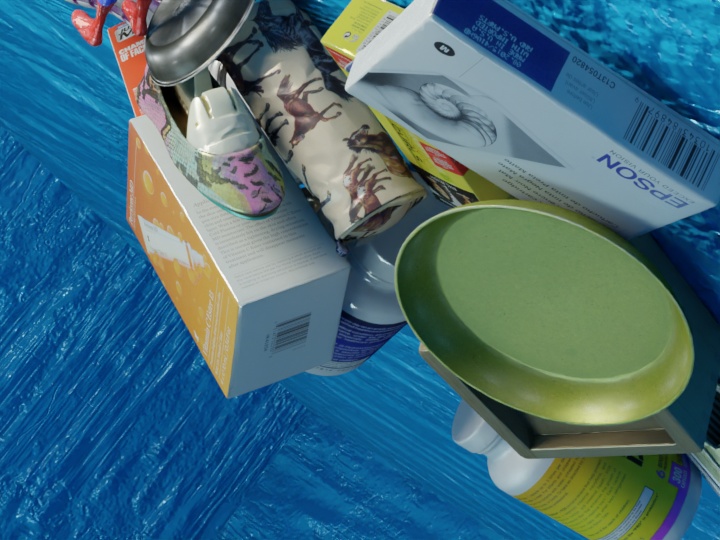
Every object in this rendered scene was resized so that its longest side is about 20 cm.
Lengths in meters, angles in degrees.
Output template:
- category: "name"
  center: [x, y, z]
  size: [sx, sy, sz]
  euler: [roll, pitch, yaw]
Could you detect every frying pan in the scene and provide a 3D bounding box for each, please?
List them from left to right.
- category: "frying pan"
  center: [-0.120, -0.215, 1.211]
  size: [0.031, 0.114, 0.191]
  euler: [38, -144, -35]

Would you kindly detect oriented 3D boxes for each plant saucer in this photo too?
- category: "plant saucer"
  center: [0.118, 0.023, 1.022]
  size: [0.198, 0.031, 0.201]
  euler: [18, 142, 15]

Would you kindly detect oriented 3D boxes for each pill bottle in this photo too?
- category: "pill bottle"
  center: [0.000, 0.000, 1.339]
  size: [0.119, 0.120, 0.200]
  euler: [39, 147, -4]
- category: "pill bottle"
  center: [0.177, 0.157, 1.337]
  size: [0.199, 0.105, 0.104]
  euler: [30, 172, -14]

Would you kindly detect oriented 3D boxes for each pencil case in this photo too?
- category: "pencil case"
  center: [-0.037, -0.112, 1.199]
  size: [0.201, 0.078, 0.089]
  euler: [56, 140, 7]

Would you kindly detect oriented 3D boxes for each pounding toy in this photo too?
- category: "pounding toy"
  center: [0.163, 0.049, 1.195]
  size: [0.183, 0.143, 0.200]
  euler: [-7, 141, 39]

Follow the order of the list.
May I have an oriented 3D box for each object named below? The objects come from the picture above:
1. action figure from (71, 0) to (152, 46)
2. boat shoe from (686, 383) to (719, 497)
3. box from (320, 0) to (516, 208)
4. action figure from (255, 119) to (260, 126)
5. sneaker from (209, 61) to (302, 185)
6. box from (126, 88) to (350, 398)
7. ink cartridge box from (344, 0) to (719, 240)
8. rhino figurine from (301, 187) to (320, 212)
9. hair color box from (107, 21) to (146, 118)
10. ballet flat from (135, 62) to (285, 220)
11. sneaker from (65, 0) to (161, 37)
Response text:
- category: "action figure"
  center: [-0.169, -0.259, 1.116]
  size: [0.099, 0.065, 0.200]
  euler: [58, 147, 19]
- category: "boat shoe"
  center: [0.301, 0.142, 1.304]
  size: [0.200, 0.072, 0.062]
  euler: [39, 170, 11]
- category: "box"
  center: [0.052, -0.108, 1.121]
  size: [0.075, 0.050, 0.200]
  euler: [31, 168, 38]
- category: "action figure"
  center: [-0.027, -0.102, 1.319]
  size: [0.065, 0.052, 0.200]
  euler: [-22, 144, 27]
- category: "sneaker"
  center: [-0.063, -0.117, 1.420]
  size: [0.115, 0.075, 0.200]
  euler: [35, 167, 31]
- category: "box"
  center: [-0.102, -0.023, 1.271]
  size: [0.201, 0.097, 0.125]
  euler: [57, 153, 30]
- category: "ink cartridge box"
  center: [0.091, -0.082, 0.957]
  size: [0.199, 0.041, 0.200]
  euler: [31, 163, -10]
- category: "rhino figurine"
  center: [-0.024, -0.014, 1.556]
  size: [0.087, 0.060, 0.200]
  euler: [1, 146, 32]
- category: "hair color box"
  center: [-0.164, -0.137, 1.447]
  size: [0.201, 0.064, 0.111]
  euler: [-116, 1, -46]
- category: "ballet flat"
  center: [-0.115, -0.115, 1.189]
  size: [0.200, 0.069, 0.072]
  euler: [50, 145, 45]
- category: "sneaker"
  center: [-0.201, -0.259, 1.357]
  size: [0.199, 0.075, 0.088]
  euler: [30, 149, 14]
